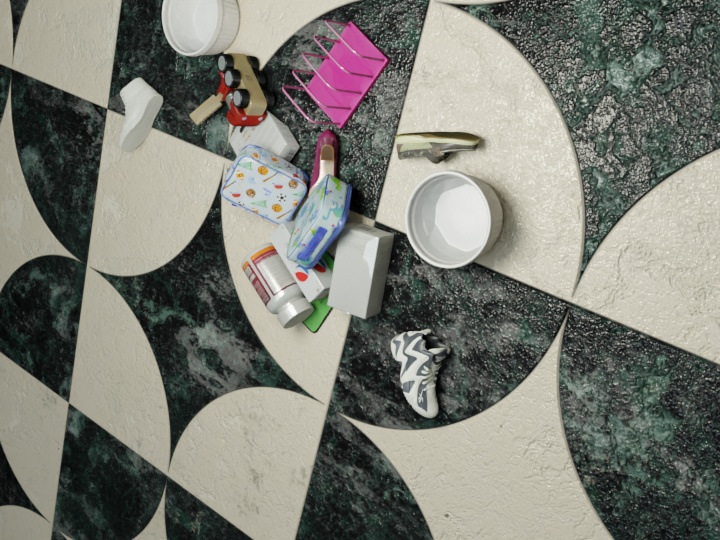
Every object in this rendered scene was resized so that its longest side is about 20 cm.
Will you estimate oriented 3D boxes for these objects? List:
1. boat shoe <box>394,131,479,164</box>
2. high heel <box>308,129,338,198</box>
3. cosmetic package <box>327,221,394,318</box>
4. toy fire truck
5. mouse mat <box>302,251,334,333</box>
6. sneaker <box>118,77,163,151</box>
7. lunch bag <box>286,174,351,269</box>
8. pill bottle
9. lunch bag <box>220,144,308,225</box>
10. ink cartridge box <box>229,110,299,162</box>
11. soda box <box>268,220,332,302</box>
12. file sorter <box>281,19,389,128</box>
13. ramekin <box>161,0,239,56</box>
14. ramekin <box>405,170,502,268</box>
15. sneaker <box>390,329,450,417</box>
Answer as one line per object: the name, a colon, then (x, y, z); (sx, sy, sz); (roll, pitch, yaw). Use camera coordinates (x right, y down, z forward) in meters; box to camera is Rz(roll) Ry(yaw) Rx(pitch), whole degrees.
boat shoe: (0.165, -0.263, 1.636); (0.199, 0.072, 0.067); (9, 112, 33)
high heel: (-0.085, -0.236, 1.832); (0.067, 0.096, 0.201); (10, 124, -7)
cosmetic package: (0.000, 0.000, 1.776); (0.112, 0.081, 0.202); (20, 109, 27)
toy fire truck: (-0.331, -0.423, 1.913); (0.200, 0.128, 0.177); (-49, 59, 45)
mouse mat: (-0.120, 0.038, 1.910); (0.161, 0.008, 0.201); (46, 120, 20)
sneaker: (-0.647, -0.448, 2.157); (0.116, 0.074, 0.200); (45, 109, 22)
lunch bag: (-0.097, -0.109, 1.765); (0.082, 0.162, 0.200); (26, 130, -16)
pill bottle: (-0.206, 0.039, 1.899); (0.110, 0.109, 0.201); (-43, 73, 31)
lunch bag: (-0.238, -0.206, 1.852); (0.199, 0.076, 0.161); (27, 123, -17)
ink cartridge box: (-0.248, -0.322, 1.929); (0.163, 0.057, 0.201); (-51, 49, 29)
soda box: (-0.139, -0.023, 1.868); (0.064, 0.068, 0.201); (-43, 73, 32)
file sorter: (-0.064, -0.447, 1.723); (0.139, 0.125, 0.200); (50, 121, 18)
ramekin: (-0.400, -0.646, 1.932); (0.199, 0.105, 0.202); (6, 101, 34)
ramekin: (0.203, -0.110, 1.599); (0.199, 0.105, 0.202); (5, 100, 33)
sneaker: (0.156, 0.224, 1.706); (0.129, 0.079, 0.201); (-30, 71, 42)
